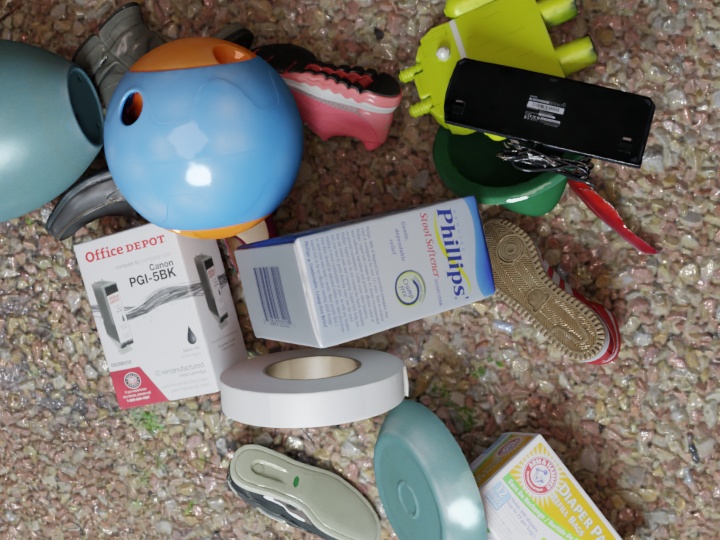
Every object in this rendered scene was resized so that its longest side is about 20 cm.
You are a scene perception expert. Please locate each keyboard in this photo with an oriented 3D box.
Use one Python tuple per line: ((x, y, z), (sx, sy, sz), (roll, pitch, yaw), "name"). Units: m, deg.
((0.175, -0.138, 0.815), (0.198, 0.040, 0.105), (16, 73, 14), "keyboard")

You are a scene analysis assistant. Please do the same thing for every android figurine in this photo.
((0.138, -0.220, 0.878), (0.198, 0.041, 0.184), (-18, 68, 14), "android figurine")

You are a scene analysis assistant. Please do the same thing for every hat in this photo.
((0.191, -0.086, 0.922), (0.165, 0.176, 0.201), (-34, 48, 3), "hat")

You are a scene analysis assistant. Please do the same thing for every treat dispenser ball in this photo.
((-0.157, -0.133, 0.853), (0.199, 0.201, 0.203), (1, 98, 9), "treat dispenser ball")

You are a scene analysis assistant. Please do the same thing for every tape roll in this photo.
((-0.050, 0.121, 0.901), (0.201, 0.203, 0.037), (-3, 97, 10), "tape roll")

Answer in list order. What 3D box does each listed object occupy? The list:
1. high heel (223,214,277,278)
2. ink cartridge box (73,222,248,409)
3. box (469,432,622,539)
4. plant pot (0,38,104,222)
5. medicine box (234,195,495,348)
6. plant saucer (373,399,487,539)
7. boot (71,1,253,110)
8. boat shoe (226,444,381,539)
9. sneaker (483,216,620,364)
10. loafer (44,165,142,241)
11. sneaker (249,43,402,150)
((-0.129, -0.037, 0.945), (0.067, 0.096, 0.201), (-36, 91, 13), "high heel")
((-0.228, 0.044, 0.969), (0.146, 0.083, 0.202), (-13, 95, 23), "ink cartridge box")
((0.198, 0.287, 0.912), (0.112, 0.101, 0.200), (-39, 90, -16), "box")
((-0.363, -0.165, 0.920), (0.134, 0.200, 0.202), (-12, 95, 6), "plant pot")
((0.000, 0.000, 0.847), (0.199, 0.182, 0.104), (-16, 95, -26), "medicine box")
((0.064, 0.242, 0.908), (0.036, 0.200, 0.202), (-14, 96, -25), "plant saucer")
((-0.231, -0.254, 0.953), (0.199, 0.068, 0.131), (-33, 86, 11), "boot")
((-0.068, 0.276, 1.004), (0.199, 0.072, 0.068), (27, 138, -2), "boat shoe")
((0.206, 0.027, 0.921), (0.071, 0.112, 0.200), (-45, 59, 14), "sneaker")
((-0.281, -0.089, 0.979), (0.199, 0.073, 0.073), (-35, 95, 13), "loafer")
((-0.054, -0.187, 0.927), (0.199, 0.074, 0.087), (21, 127, 16), "sneaker")
